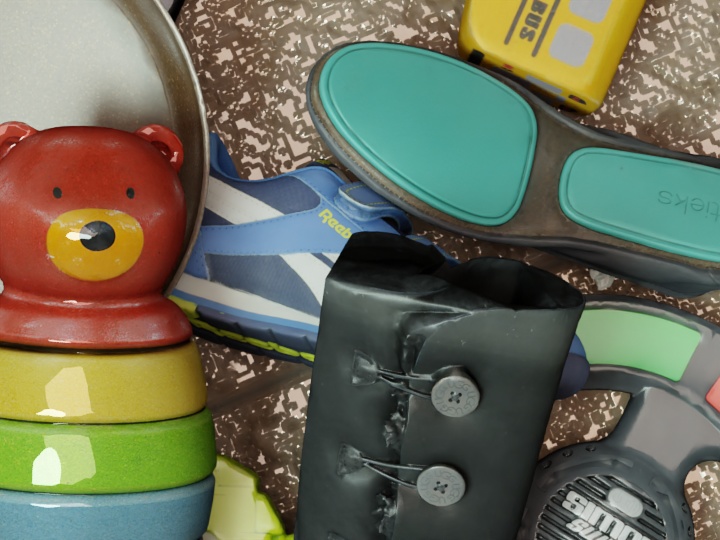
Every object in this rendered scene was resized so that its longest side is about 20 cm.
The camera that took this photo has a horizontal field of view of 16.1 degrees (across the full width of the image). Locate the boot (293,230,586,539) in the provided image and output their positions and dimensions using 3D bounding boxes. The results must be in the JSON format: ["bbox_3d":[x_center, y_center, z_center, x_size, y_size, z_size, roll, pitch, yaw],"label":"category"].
[{"bbox_3d":[0.055,0.093,0.959,0.164,0.066,0.201,7,109,-6],"label":"boot"}]

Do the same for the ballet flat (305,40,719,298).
[{"bbox_3d":[0.068,-0.035,1.032,0.199,0.073,0.073,18,87,-7],"label":"ballet flat"}]

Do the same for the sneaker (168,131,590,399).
[{"bbox_3d":[0.000,0.000,1.017,0.199,0.074,0.083,16,76,16],"label":"sneaker"}]

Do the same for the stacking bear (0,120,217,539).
[{"bbox_3d":[-0.104,0.046,0.941,0.121,0.114,0.201,2,96,-7],"label":"stacking bear"}]

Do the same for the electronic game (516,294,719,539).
[{"bbox_3d":[0.097,0.110,1.041,0.199,0.042,0.201,0,87,0],"label":"electronic game"}]

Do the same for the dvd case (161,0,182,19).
[{"bbox_3d":[-0.191,-0.096,1.053,0.199,0.025,0.151,25,87,2],"label":"dvd case"}]

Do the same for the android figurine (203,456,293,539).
[{"bbox_3d":[-0.109,0.135,1.034,0.199,0.041,0.183,3,87,2],"label":"android figurine"}]

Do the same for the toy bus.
[{"bbox_3d":[0.099,-0.171,1.044,0.078,0.065,0.201,23,87,1],"label":"toy bus"}]

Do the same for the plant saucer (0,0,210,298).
[{"bbox_3d":[-0.154,-0.049,1.003,0.199,0.032,0.201,1,99,8],"label":"plant saucer"}]
